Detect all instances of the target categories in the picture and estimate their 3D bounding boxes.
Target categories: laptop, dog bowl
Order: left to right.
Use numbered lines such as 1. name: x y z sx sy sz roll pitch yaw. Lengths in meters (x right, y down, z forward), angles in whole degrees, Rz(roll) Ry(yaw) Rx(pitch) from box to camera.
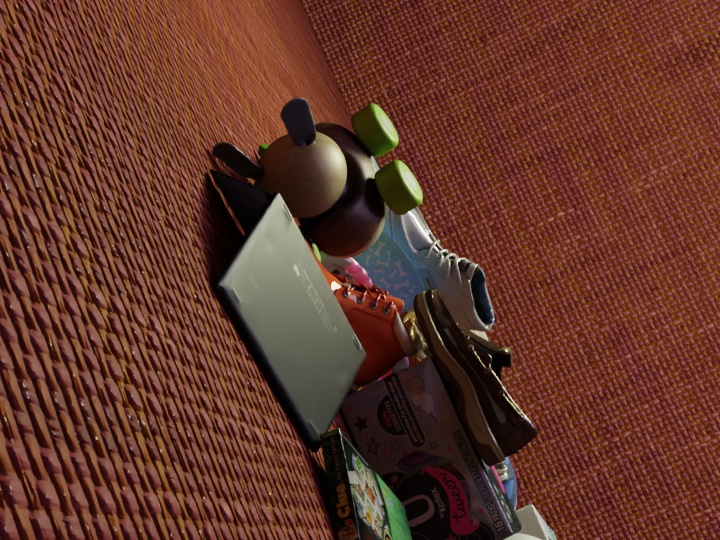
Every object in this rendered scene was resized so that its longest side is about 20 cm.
1. laptop: -0.088 0.030 1.149 0.188 0.115 0.200 62 35 -28
2. dog bowl: 0.000 0.000 1.517 0.200 0.050 0.112 17 -39 60

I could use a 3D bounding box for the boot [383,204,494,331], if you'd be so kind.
1. boot: 0.094 -0.012 1.503 0.074 0.095 0.201 -54 131 -40

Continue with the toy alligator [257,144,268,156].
1. toy alligator: -0.047 -0.094 1.530 0.199 0.059 0.054 29 39 15

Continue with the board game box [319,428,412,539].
1. board game box: 0.013 0.226 1.143 0.200 0.023 0.105 58 14 -55

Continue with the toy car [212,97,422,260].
1. toy car: -0.061 -0.110 1.328 0.200 0.164 0.158 36 28 -54

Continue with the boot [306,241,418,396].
1. boot: -0.015 0.031 1.334 0.200 0.107 0.075 60 9 -30

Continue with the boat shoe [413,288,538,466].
1. boat shoe: 0.123 0.100 1.335 0.203 0.075 0.075 66 7 24

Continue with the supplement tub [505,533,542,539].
1. supplement tub: 0.185 0.384 1.503 0.200 0.144 0.145 51 16 -69

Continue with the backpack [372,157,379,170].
1. backpack: -0.016 -0.091 1.772 0.200 0.153 0.164 -73 146 -62

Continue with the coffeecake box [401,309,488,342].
1. coffeecake box: 0.088 0.070 1.865 0.200 0.073 0.154 24 -32 52

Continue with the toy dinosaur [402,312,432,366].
1. toy dinosaur: 0.073 0.099 1.670 0.200 0.060 0.107 -102 -162 -49

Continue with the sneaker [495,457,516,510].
1. sneaker: 0.150 0.225 1.662 0.146 0.080 0.201 73 2 -76

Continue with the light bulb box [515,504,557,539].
1. light bulb box: 0.235 0.453 1.774 0.199 0.124 0.200 68 7 26

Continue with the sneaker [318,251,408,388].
1. sneaker: -0.017 0.051 1.476 0.095 0.079 0.200 47 -16 55

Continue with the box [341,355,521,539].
1. box: 0.073 0.207 1.362 0.201 0.114 0.132 64 6 13
